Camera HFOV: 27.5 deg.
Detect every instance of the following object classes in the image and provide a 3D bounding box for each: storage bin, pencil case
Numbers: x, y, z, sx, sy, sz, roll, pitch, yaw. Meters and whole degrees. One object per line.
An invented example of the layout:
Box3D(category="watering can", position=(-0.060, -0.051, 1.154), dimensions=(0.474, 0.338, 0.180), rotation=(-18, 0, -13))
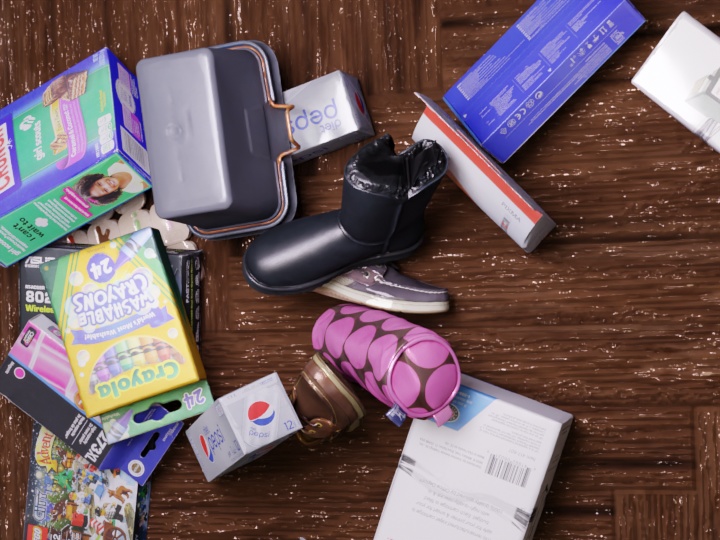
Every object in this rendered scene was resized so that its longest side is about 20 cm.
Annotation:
Box3D(category="storage bin", position=(-0.143, -0.133, 1.468), dimensions=(0.145, 0.134, 0.201), rotation=(-8, 90, 16))
Box3D(category="pencil case", position=(0.024, 0.093, 1.481), dimensions=(0.091, 0.200, 0.094), rotation=(-40, 113, -11))

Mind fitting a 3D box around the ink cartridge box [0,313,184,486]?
Box3D(category="ink cartridge box", position=(-0.296, 0.144, 1.588), dimensions=(0.200, 0.037, 0.095), rotation=(36, 109, 3))

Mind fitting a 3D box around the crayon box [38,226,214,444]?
Box3D(category="crayon box", position=(-0.241, 0.069, 1.532), dimensions=(0.125, 0.052, 0.200), rotation=(-19, 87, 3))

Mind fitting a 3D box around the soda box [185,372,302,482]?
Box3D(category="soda box", position=(-0.123, 0.163, 1.516), dimensions=(0.068, 0.200, 0.064), rotation=(-24, 82, -21))

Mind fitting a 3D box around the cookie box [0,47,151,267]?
Box3D(category="cookie box", position=(-0.330, -0.122, 1.595), dimensions=(0.200, 0.075, 0.171), rotation=(-28, 47, 15))

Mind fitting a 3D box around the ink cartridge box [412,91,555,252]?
Box3D(category="ink cartridge box", position=(0.113, -0.091, 1.439), dimensions=(0.050, 0.200, 0.162), rotation=(-46, 79, 10))

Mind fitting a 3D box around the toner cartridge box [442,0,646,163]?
Box3D(category="toner cartridge box", position=(0.182, -0.211, 1.476), dimensions=(0.200, 0.043, 0.095), rotation=(-45, 42, 13))

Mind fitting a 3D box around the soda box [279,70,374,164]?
Box3D(category="soda box", position=(-0.092, -0.144, 1.563), dimensions=(0.200, 0.063, 0.068), rotation=(-19, 85, 16))

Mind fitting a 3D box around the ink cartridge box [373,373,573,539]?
Box3D(category="ink cartridge box", position=(0.114, 0.220, 1.503), dimensions=(0.146, 0.084, 0.200), rotation=(20, 96, 16))

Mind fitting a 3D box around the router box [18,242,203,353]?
Box3D(category="router box", position=(-0.274, 0.048, 1.616), dimensions=(0.199, 0.062, 0.150), rotation=(3, 97, 15))

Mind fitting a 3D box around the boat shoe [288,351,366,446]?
Box3D(category="boat shoe", position=(-0.040, 0.140, 1.484), dimensions=(0.068, 0.200, 0.072), rotation=(-37, 75, -10))

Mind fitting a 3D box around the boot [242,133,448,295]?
Box3D(category="boot", position=(-0.018, -0.058, 1.440), dimensions=(0.200, 0.168, 0.077), rotation=(-13, 64, -12))

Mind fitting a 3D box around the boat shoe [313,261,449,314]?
Box3D(category="boat shoe", position=(0.000, 0.000, 1.542), dimensions=(0.200, 0.072, 0.065), rotation=(13, 96, 19))

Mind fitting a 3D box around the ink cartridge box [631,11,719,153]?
Box3D(category="ink cartridge box", position=(0.364, -0.146, 1.391), dimensions=(0.200, 0.145, 0.084), rotation=(40, 102, 13))

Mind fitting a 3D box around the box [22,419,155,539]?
Box3D(category="box", position=(-0.303, 0.224, 1.652), dimensions=(0.136, 0.038, 0.201), rotation=(6, 92, 16))

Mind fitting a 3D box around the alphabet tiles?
Box3D(category="alphabet tiles", position=(-0.275, -0.008, 1.649), dimensions=(0.200, 0.015, 0.196), rotation=(-17, 93, 16))

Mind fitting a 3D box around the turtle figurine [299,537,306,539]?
Box3D(category="turtle figurine", position=(-0.063, 0.367, 1.555), dimensions=(0.150, 0.101, 0.200), rotation=(-36, 80, -27))
